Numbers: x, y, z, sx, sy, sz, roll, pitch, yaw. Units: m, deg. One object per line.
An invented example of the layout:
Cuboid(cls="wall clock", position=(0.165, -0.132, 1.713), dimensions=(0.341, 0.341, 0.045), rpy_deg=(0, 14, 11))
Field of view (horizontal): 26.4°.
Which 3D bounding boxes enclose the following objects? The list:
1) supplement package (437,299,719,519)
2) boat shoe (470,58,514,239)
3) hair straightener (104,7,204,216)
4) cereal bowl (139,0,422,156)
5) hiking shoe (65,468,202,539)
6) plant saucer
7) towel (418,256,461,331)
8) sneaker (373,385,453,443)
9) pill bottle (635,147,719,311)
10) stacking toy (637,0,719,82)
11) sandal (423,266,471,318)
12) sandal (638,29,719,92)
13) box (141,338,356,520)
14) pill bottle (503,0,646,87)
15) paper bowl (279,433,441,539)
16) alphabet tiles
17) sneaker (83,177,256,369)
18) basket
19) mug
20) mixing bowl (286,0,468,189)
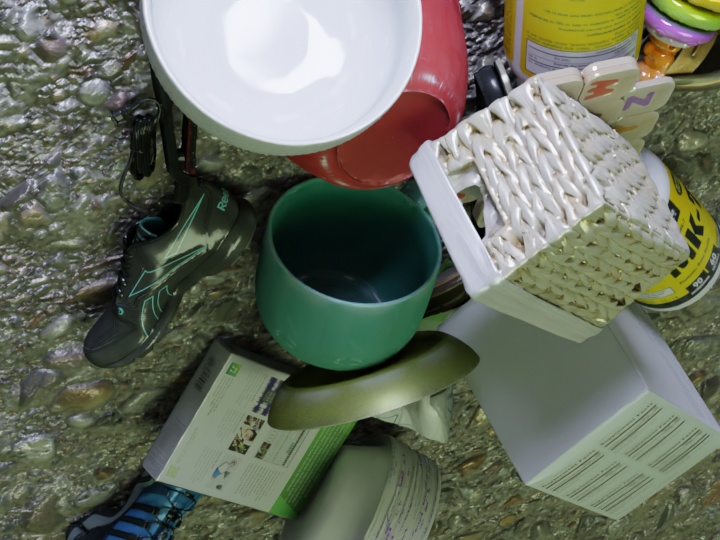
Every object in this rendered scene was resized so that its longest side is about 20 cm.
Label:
Cuboid(cls="supplement package", position=(0.212, 0.107, 1.463), dimensions=(0.147, 0.192, 0.200), rpy_deg=(-40, 145, 17))
Cuboid(cls="boat shoe", position=(0.116, -0.094, 1.340), dimensions=(0.062, 0.074, 0.202), rpy_deg=(-11, 135, 0))
Cuboid(cls="hair straightener", position=(-0.161, -0.121, 1.176), dimensions=(0.076, 0.041, 0.201), rpy_deg=(-9, 135, -20))
Cuboid(cls="cereal bowl", position=(-0.061, -0.174, 1.086), dimensions=(0.198, 0.202, 0.083), rpy_deg=(-11, 175, -18))
Cuboid(cls="hiking shoe", position=(-0.206, 0.257, 1.542), dimensions=(0.200, 0.087, 0.074), rpy_deg=(-40, 139, 16))
Cuboid(cls="plant saucer", position=(0.008, 0.092, 1.367), dimensions=(0.198, 0.200, 0.031), rpy_deg=(-18, 99, -10))
Cuboid(cls="towel", position=(0.133, 0.056, 1.552), dimensions=(0.199, 0.031, 0.150), rpy_deg=(7, 130, -34))
Cuboid(cls="sneaker", position=(0.037, 0.122, 1.456), dimensions=(0.086, 0.075, 0.200), rpy_deg=(5, 175, -12))
Cuboid(cls="pill bottle", position=(0.254, -0.048, 1.435), dimensions=(0.114, 0.115, 0.200), rpy_deg=(-39, 140, 15))
Cuboid(cls="stacking toy", position=(0.267, -0.222, 1.243), dimensions=(0.115, 0.110, 0.201), rpy_deg=(2, 129, -30))
Cuboid(cls="sandal", position=(0.027, 0.025, 1.436), dimensions=(0.199, 0.055, 0.082), rpy_deg=(-25, 162, 2))
Cuboid(cls="sandal", position=(0.270, -0.189, 1.331), dimensions=(0.198, 0.080, 0.054), rpy_deg=(-12, 118, -11))
Cuboid(cls="box", position=(-0.100, 0.159, 1.499), dimensions=(0.199, 0.036, 0.145), rpy_deg=(26, 98, -43))
Cuboid(cls="pill bottle", position=(0.169, -0.211, 1.208), dimensions=(0.111, 0.113, 0.201), rpy_deg=(-17, 141, -11))
Cuboid(cls="paper bowl", position=(-0.011, 0.263, 1.581), dimensions=(0.104, 0.201, 0.201), rpy_deg=(30, 120, -13))
Cuboid(cls="alphabet tiles", position=(0.156, -0.100, 1.245), dimensions=(0.194, 0.015, 0.201), rpy_deg=(-13, 153, -17))
Cuboid(cls="sneaker", position=(-0.178, -0.002, 1.297), dimensions=(0.079, 0.076, 0.200), rpy_deg=(34, 107, -33))
Cuboid(cls="basket", position=(0.151, -0.044, 1.178), dimensions=(0.123, 0.136, 0.199), rpy_deg=(-35, 152, 22))
Cuboid(cls="mug", position=(-0.001, 0.008, 1.327), dimensions=(0.183, 0.153, 0.115), rpy_deg=(-7, 140, -22))
Cuboid(cls="mixing bowl", position=(0.007, -0.138, 1.205), dimensions=(0.198, 0.109, 0.201), rpy_deg=(-15, 140, -13))
